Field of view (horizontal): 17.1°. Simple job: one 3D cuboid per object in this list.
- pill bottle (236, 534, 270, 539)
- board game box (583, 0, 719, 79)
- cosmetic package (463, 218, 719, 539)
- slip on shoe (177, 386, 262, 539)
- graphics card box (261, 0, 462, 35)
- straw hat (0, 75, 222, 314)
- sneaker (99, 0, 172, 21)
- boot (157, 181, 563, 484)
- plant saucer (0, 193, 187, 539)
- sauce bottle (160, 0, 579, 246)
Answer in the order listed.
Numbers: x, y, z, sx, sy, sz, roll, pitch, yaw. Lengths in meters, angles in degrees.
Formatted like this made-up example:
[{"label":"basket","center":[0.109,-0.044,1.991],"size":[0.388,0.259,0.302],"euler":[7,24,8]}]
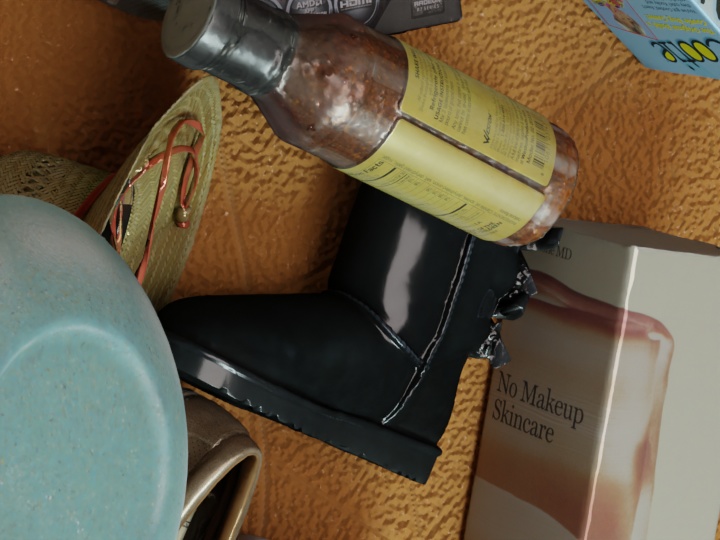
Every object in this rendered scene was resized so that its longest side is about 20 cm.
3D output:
[{"label":"pill bottle","center":[-0.049,0.235,1.117],"size":[0.116,0.116,0.200],"euler":[25,87,-31]},{"label":"board game box","center":[0.136,-0.193,1.142],"size":[0.200,0.105,0.103],"euler":[42,78,-30]},{"label":"cosmetic package","center":[0.122,0.080,1.192],"size":[0.087,0.103,0.200],"euler":[6,96,-32]},{"label":"slip on shoe","center":[-0.101,0.153,1.087],"size":[0.076,0.061,0.200],"euler":[21,94,-54]},{"label":"graphics card box","center":[-0.025,-0.201,1.079],"size":[0.125,0.051,0.200],"euler":[-13,107,-27]},{"label":"straw hat","center":[-0.136,-0.003,1.030],"size":[0.085,0.201,0.201],"euler":[21,89,7]},{"label":"sneaker","center":[-0.092,-0.175,0.993],"size":[0.070,0.200,0.080],"euler":[15,64,10]},{"label":"boot","center":[0.000,0.000,1.114],"size":[0.198,0.073,0.163],"euler":[25,87,-42]},{"label":"plant saucer","center":[-0.118,0.072,0.879],"size":[0.201,0.039,0.201],"euler":[-1,91,-54]},{"label":"sauce bottle","center":[0.005,-0.073,1.038],"size":[0.200,0.066,0.066],"euler":[27,86,-33]}]
